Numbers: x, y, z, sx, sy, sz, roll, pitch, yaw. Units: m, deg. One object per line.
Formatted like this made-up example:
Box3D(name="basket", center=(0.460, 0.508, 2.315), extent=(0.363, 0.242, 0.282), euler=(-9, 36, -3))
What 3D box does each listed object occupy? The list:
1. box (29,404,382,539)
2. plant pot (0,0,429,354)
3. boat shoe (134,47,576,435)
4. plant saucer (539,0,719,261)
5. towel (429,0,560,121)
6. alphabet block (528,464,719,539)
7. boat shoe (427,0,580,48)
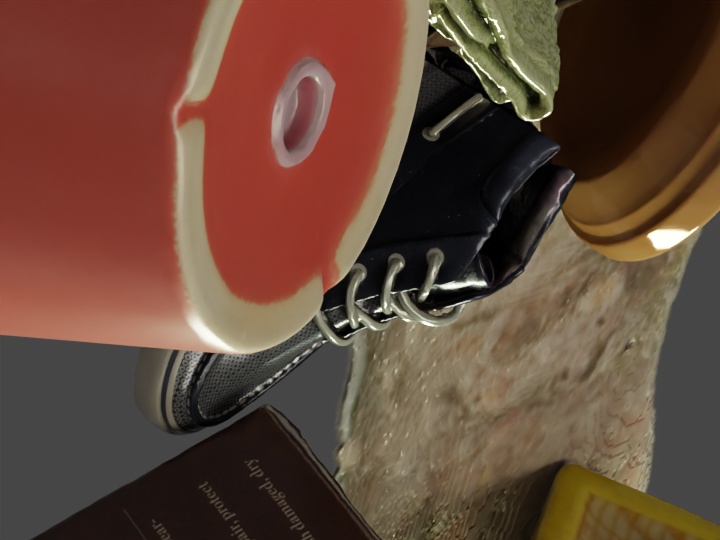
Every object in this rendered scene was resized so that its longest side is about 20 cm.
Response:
Box3D(name="box", center=(-0.066, 0.197, 0.978), extent=(0.200, 0.164, 0.166), euler=(-30, 143, -16))
Box3D(name="plant pot", center=(-0.089, -0.067, 0.685), extent=(0.200, 0.177, 0.201), euler=(-47, 146, -47))
Box3D(name="boat shoe", center=(0.000, 0.000, 0.990), extent=(0.200, 0.093, 0.075), euler=(-52, 148, -7))
Box3D(name="plant saucer", center=(0.130, -0.103, 1.016), extent=(0.037, 0.200, 0.201), euler=(22, 104, -19))
Box3D(name="towel", center=(0.022, -0.159, 0.803), extent=(0.036, 0.201, 0.148), euler=(-18, 148, 17))
Box3D(name="alphabet block", center=(0.144, 0.251, 1.263), extent=(0.196, 0.195, 0.200), euler=(-62, 175, -69))
Box3D(name="boat shoe", center=(0.045, -0.125, 0.956), extent=(0.200, 0.072, 0.072), euler=(-28, 138, -38))
